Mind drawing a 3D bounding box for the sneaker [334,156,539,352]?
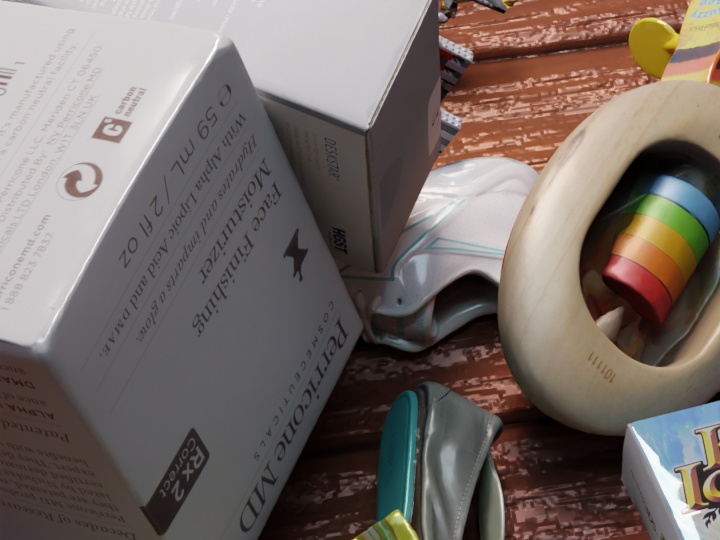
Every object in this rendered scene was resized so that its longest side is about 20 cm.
[{"bbox_3d":[0.000,0.000,1.057,0.199,0.071,0.081,-10,60,-1],"label":"sneaker"}]

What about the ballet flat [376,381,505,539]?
[{"bbox_3d":[0.031,0.139,0.940,0.063,0.067,0.201,23,52,-14],"label":"ballet flat"}]

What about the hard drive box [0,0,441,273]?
[{"bbox_3d":[-0.068,-0.092,0.961,0.199,0.156,0.077,22,70,10],"label":"hard drive box"}]

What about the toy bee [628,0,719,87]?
[{"bbox_3d":[0.197,-0.141,1.130,0.130,0.109,0.201,-24,32,32],"label":"toy bee"}]

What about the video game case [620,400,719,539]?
[{"bbox_3d":[0.234,0.120,0.896,0.198,0.046,0.182,-13,47,-8],"label":"video game case"}]

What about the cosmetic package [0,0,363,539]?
[{"bbox_3d":[-0.125,0.015,0.910,0.164,0.201,0.166,11,57,28],"label":"cosmetic package"}]

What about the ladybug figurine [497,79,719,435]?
[{"bbox_3d":[0.133,-0.006,1.026,0.136,0.072,0.200,44,64,-10],"label":"ladybug figurine"}]

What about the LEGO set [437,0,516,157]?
[{"bbox_3d":[-0.008,-0.124,1.104,0.153,0.116,0.201,31,45,-8],"label":"LEGO set"}]

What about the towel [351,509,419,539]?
[{"bbox_3d":[-0.052,0.177,0.871,0.199,0.018,0.086,-28,50,-6],"label":"towel"}]
